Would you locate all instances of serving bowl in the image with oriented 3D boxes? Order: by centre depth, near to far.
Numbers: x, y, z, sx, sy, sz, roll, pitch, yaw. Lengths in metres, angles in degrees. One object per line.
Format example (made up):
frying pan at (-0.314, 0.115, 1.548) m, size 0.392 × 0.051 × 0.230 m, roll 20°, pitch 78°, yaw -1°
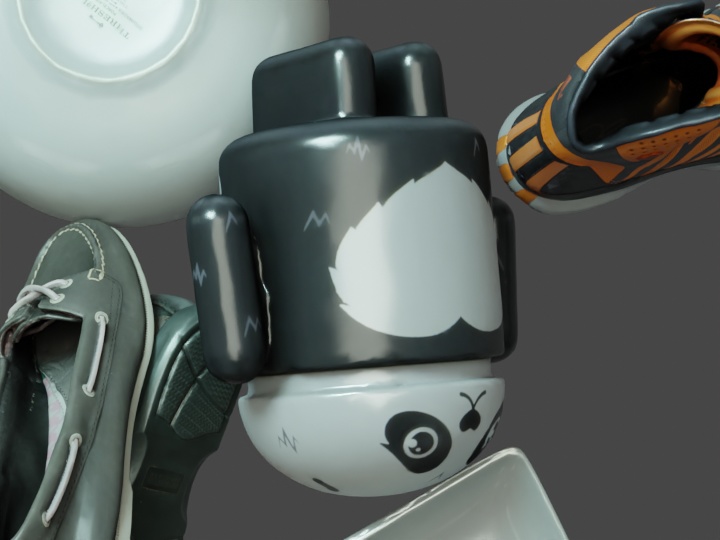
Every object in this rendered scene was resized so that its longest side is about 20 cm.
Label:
serving bowl at (-0.114, -0.123, 0.795) m, size 0.200 × 0.066 × 0.200 m, roll 0°, pitch 83°, yaw -1°

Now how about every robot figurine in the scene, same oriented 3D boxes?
robot figurine at (0.002, 0.000, 0.751) m, size 0.150 × 0.125 × 0.200 m, roll -4°, pitch 87°, yaw -3°

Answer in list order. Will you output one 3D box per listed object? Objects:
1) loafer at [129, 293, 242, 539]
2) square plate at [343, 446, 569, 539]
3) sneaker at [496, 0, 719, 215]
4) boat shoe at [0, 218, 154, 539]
loafer at (-0.118, 0.105, 0.780) m, size 0.063 × 0.072 × 0.200 m, roll 20°, pitch 80°, yaw 42°
square plate at (0.029, 0.210, 0.766) m, size 0.198 × 0.028 × 0.200 m, roll -28°, pitch 95°, yaw -4°
sneaker at (0.164, -0.086, 0.756) m, size 0.200 × 0.112 × 0.078 m, roll -27°, pitch 86°, yaw -20°
boat shoe at (-0.133, 0.051, 0.735) m, size 0.067 × 0.057 × 0.200 m, roll -26°, pitch 49°, yaw 27°
